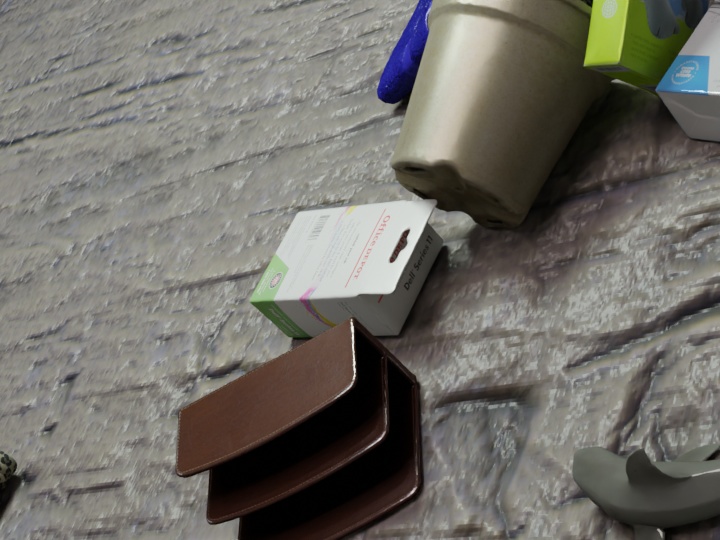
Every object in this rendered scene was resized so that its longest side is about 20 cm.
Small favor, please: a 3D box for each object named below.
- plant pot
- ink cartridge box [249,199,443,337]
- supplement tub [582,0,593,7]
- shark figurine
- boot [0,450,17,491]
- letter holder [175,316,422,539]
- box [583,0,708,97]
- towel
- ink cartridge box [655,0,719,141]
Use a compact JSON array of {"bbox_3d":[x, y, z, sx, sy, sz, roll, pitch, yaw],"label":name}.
[{"bbox_3d":[0.121,-0.147,1.374,0.200,0.200,0.185,10,73,52],"label":"plant pot"},{"bbox_3d":[0.000,0.000,1.432,0.199,0.067,0.118,-3,50,47],"label":"ink cartridge box"},{"bbox_3d":[0.252,-0.324,1.461,0.199,0.123,0.123,-27,37,25],"label":"supplement tub"},{"bbox_3d":[0.229,0.130,1.026,0.213,0.089,0.129,-27,38,28],"label":"shark figurine"},{"bbox_3d":[-0.479,0.269,1.660,0.202,0.074,0.154,-4,48,37],"label":"boot"},{"bbox_3d":[-0.056,0.159,1.292,0.199,0.101,0.143,-29,38,23],"label":"letter holder"},{"bbox_3d":[0.260,-0.264,1.318,0.047,0.121,0.202,5,85,47],"label":"box"},{"bbox_3d":[0.079,-0.266,1.574,0.148,0.049,0.200,-57,5,-20],"label":"towel"},{"bbox_3d":[0.354,-0.204,1.268,0.115,0.067,0.201,14,65,54],"label":"ink cartridge box"}]
